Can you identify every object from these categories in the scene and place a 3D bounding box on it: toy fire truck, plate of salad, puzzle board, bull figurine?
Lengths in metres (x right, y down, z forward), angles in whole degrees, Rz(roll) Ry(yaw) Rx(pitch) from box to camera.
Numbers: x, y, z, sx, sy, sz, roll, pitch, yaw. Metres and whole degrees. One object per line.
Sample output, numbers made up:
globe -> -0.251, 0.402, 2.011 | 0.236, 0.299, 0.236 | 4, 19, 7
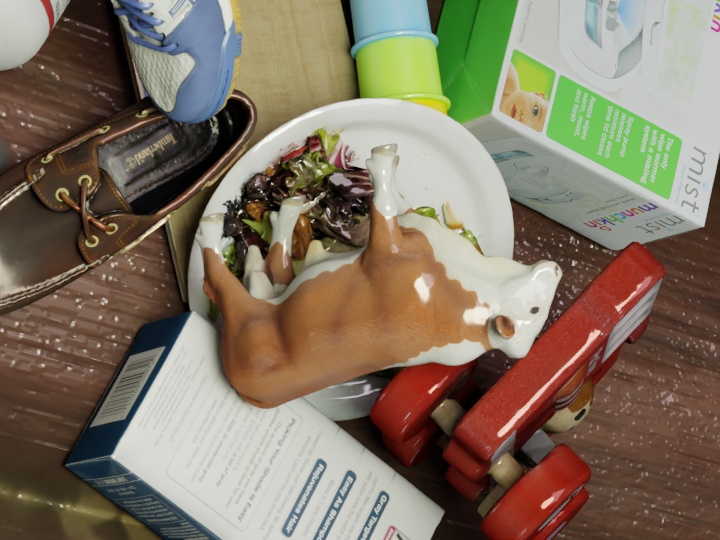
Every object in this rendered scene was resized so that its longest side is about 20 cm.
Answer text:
toy fire truck -> 0.104, 0.069, 1.235 | 0.168, 0.200, 0.112 | -44, 77, -6
plate of salad -> 0.000, 0.000, 1.253 | 0.200, 0.048, 0.201 | -9, 117, -18
puzzle board -> -0.063, -0.092, 1.291 | 0.150, 0.017, 0.201 | -13, 89, -34
bull figurine -> 0.004, 0.007, 1.147 | 0.065, 0.200, 0.122 | -3, 76, -62

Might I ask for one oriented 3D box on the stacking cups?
stacking cups -> 0.022, -0.151, 1.320 | 0.060, 0.060, 0.201 | 5, 72, -33

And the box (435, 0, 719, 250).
box -> 0.143, -0.140, 1.392 | 0.176, 0.097, 0.200 | 26, 68, -26

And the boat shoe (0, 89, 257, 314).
boat shoe -> -0.143, -0.043, 1.188 | 0.200, 0.070, 0.070 | -39, 107, -24

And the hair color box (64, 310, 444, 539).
hair color box -> -0.057, 0.122, 1.233 | 0.200, 0.060, 0.100 | 40, 61, -22

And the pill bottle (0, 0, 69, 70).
pill bottle -> -0.196, -0.180, 1.157 | 0.112, 0.112, 0.200 | 39, 63, -23

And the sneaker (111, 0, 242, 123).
sneaker -> -0.119, -0.162, 1.124 | 0.088, 0.075, 0.200 | -35, 125, -43
